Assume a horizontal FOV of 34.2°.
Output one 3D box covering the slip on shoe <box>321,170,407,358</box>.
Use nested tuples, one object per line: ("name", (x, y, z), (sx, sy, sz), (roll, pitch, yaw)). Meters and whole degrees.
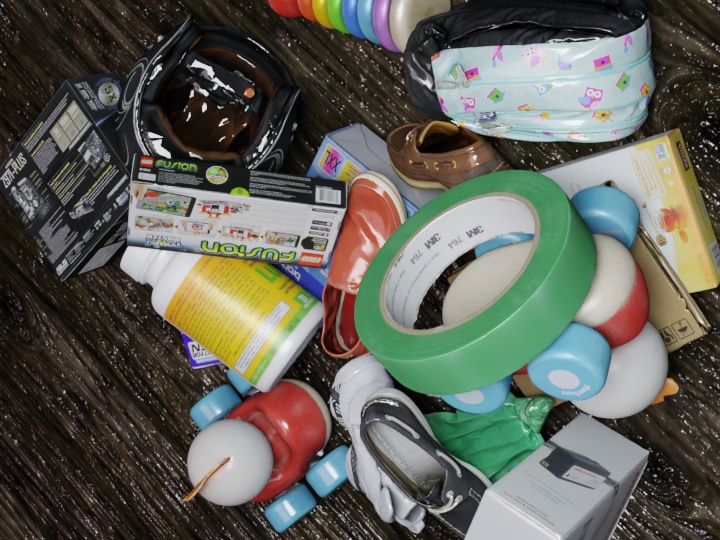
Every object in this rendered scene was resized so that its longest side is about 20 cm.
("slip on shoe", (0.000, 0.000, 1.150), (0.074, 0.061, 0.200), (23, 117, 25))

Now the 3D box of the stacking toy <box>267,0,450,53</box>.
("stacking toy", (-0.014, -0.267, 1.155), (0.200, 0.085, 0.085), (18, 115, 33))

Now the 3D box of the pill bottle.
("pill bottle", (-0.143, 0.024, 1.208), (0.200, 0.111, 0.111), (37, 124, 3))

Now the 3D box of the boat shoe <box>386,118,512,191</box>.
("boat shoe", (0.078, -0.114, 1.098), (0.068, 0.072, 0.200), (63, 168, -27))

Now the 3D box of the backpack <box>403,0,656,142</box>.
("backpack", (0.159, -0.181, 1.028), (0.200, 0.167, 0.127), (7, 125, 30))

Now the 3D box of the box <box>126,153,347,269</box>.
("box", (-0.121, -0.054, 1.125), (0.200, 0.035, 0.110), (7, 147, -10))

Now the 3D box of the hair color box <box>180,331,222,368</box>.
("hair color box", (-0.167, -0.002, 1.325), (0.065, 0.109, 0.200), (-15, 96, 37))

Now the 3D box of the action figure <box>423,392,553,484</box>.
("action figure", (0.132, 0.168, 1.182), (0.118, 0.055, 0.200), (54, 145, 5))

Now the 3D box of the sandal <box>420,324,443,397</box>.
("sandal", (0.072, 0.099, 1.200), (0.203, 0.050, 0.083), (-4, 118, 54))

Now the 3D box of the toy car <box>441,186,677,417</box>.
("toy car", (0.188, 0.068, 1.016), (0.177, 0.184, 0.200), (-14, 131, 37))

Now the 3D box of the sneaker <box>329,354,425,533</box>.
("sneaker", (0.030, 0.186, 1.232), (0.115, 0.075, 0.200), (44, 150, 45))

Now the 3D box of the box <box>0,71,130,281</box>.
("box", (-0.328, -0.112, 1.414), (0.200, 0.086, 0.164), (-41, 81, 36))

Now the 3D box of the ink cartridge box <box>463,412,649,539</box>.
("ink cartridge box", (0.177, 0.243, 1.112), (0.084, 0.200, 0.145), (32, 121, 25))

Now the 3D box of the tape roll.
("tape roll", (0.090, 0.007, 0.946), (0.200, 0.201, 0.048), (-15, 131, 37))

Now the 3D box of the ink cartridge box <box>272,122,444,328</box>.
("ink cartridge box", (-0.009, -0.031, 1.230), (0.136, 0.076, 0.200), (40, 125, 18))

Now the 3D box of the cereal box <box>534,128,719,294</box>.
("cereal box", (0.221, -0.035, 1.088), (0.200, 0.040, 0.144), (-16, 98, 37))

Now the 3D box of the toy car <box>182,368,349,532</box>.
("toy car", (-0.141, 0.216, 1.321), (0.184, 0.200, 0.177), (52, 126, 10))

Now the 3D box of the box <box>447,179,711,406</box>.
("box", (0.197, 0.029, 1.092), (0.200, 0.021, 0.164), (-33, 91, 39))

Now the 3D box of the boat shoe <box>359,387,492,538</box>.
("boat shoe", (0.071, 0.206, 1.163), (0.074, 0.060, 0.200), (-33, 101, 22))

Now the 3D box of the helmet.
("helmet", (-0.156, -0.158, 1.208), (0.200, 0.191, 0.200), (0, 93, -8))
